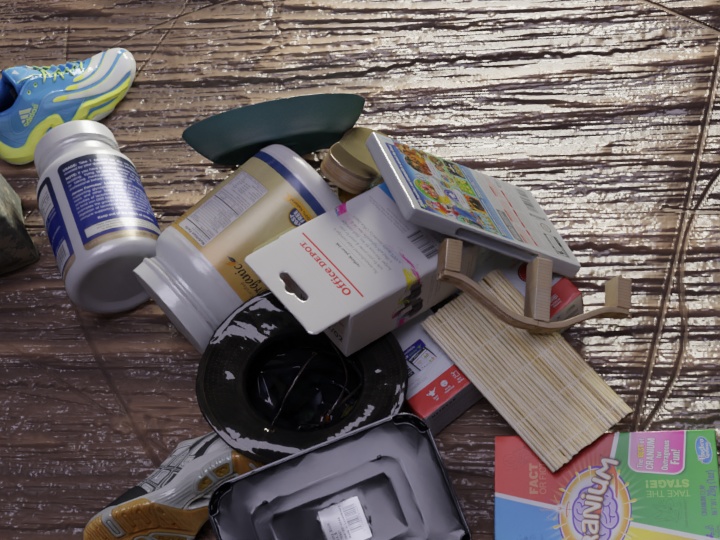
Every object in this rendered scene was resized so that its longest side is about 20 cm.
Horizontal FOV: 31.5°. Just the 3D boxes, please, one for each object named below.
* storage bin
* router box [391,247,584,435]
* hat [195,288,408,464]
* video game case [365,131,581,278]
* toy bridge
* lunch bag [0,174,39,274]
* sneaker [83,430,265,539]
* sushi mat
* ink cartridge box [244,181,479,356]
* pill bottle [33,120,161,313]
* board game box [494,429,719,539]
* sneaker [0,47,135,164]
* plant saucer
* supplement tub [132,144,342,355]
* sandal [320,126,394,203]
[{"bbox_3d":[-0.014,0.218,1.095,0.200,0.094,0.135,-22,77,1],"label":"storage bin"},{"bbox_3d":[0.089,0.037,1.278,0.200,0.049,0.180,-38,59,-9],"label":"router box"},{"bbox_3d":[-0.053,0.115,1.229,0.200,0.081,0.201,-2,63,3],"label":"hat"},{"bbox_3d":[0.109,-0.064,1.246,0.018,0.200,0.143,-58,31,25],"label":"video game case"},{"bbox_3d":[0.166,0.023,1.195,0.200,0.027,0.067,12,69,-16],"label":"toy bridge"},{"bbox_3d":[-0.483,-0.044,1.403,0.200,0.164,0.118,-25,63,-2],"label":"lunch bag"},{"bbox_3d":[-0.175,0.214,1.240,0.200,0.076,0.088,-27,28,8],"label":"sneaker"},{"bbox_3d":[0.152,0.089,1.197,0.096,0.012,0.200,-38,63,-8],"label":"sushi mat"},{"bbox_3d":[0.000,0.000,1.216,0.200,0.068,0.115,-29,58,-26],"label":"ink cartridge box"},{"bbox_3d":[-0.287,-0.062,1.392,0.116,0.116,0.200,-25,58,-1],"label":"pill bottle"},{"bbox_3d":[0.220,0.222,1.141,0.200,0.040,0.153,-4,59,12],"label":"board game box"},{"bbox_3d":[-0.357,-0.212,1.504,0.200,0.105,0.076,-43,60,-12],"label":"sneaker"},{"bbox_3d":[-0.089,-0.146,1.364,0.200,0.200,0.036,-11,86,8],"label":"plant saucer"},{"bbox_3d":[-0.117,-0.017,1.306,0.200,0.144,0.144,-41,59,-11],"label":"supplement tub"},{"bbox_3d":[-0.006,-0.095,1.327,0.078,0.212,0.070,37,109,6],"label":"sandal"}]
